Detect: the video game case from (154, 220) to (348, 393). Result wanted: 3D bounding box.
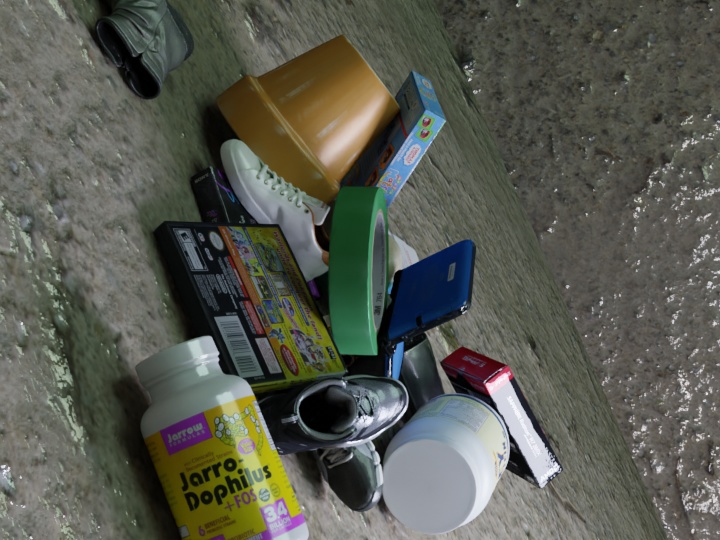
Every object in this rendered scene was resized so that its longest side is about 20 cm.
[{"bbox_3d":[-0.115,0.037,1.170,0.181,0.025,0.200,-2,60,-52],"label":"video game case"}]

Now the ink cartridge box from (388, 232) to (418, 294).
[{"bbox_3d":[0.038,0.005,1.658,0.200,0.067,0.116,30,38,-63],"label":"ink cartridge box"}]

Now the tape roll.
[{"bbox_3d":[0.000,0.000,1.286,0.200,0.048,0.201,2,90,-81],"label":"tape roll"}]

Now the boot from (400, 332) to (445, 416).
[{"bbox_3d":[0.111,0.189,1.604,0.200,0.073,0.182,65,18,-1],"label":"boot"}]

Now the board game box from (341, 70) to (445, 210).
[{"bbox_3d":[0.037,-0.153,1.446,0.037,0.200,0.151,27,24,-18],"label":"board game box"}]

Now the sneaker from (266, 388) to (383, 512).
[{"bbox_3d":[-0.053,0.178,1.205,0.115,0.075,0.200,16,43,-56],"label":"sneaker"}]

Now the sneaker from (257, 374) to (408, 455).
[{"bbox_3d":[-0.015,0.147,1.128,0.200,0.114,0.076,-9,81,-32],"label":"sneaker"}]

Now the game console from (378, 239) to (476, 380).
[{"bbox_3d":[0.088,0.074,1.364,0.118,0.171,0.200,58,19,-18],"label":"game console"}]

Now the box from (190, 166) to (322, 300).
[{"bbox_3d":[-0.125,-0.037,1.329,0.200,0.036,0.143,25,42,-64],"label":"box"}]

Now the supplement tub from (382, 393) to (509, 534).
[{"bbox_3d":[0.111,0.252,1.417,0.145,0.145,0.200,64,19,0],"label":"supplement tub"}]

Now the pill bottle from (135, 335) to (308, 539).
[{"bbox_3d":[-0.128,0.163,0.946,0.200,0.104,0.104,66,18,8],"label":"pill bottle"}]

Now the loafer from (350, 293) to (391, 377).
[{"bbox_3d":[0.021,0.117,1.493,0.200,0.072,0.063,-82,160,-49],"label":"loafer"}]

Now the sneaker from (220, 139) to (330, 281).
[{"bbox_3d":[-0.088,-0.085,1.306,0.200,0.085,0.073,56,22,-19],"label":"sneaker"}]

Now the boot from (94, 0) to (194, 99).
[{"bbox_3d":[-0.270,-0.303,1.240,0.200,0.068,0.131,56,26,-19],"label":"boot"}]

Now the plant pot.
[{"bbox_3d":[-0.056,-0.204,1.415,0.200,0.183,0.200,51,5,-6],"label":"plant pot"}]

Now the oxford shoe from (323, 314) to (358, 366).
[{"bbox_3d":[-0.020,0.088,1.407,0.200,0.071,0.071,-14,84,-60],"label":"oxford shoe"}]

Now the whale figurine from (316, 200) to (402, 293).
[{"bbox_3d":[-0.030,-0.033,1.513,0.159,0.104,0.200,8,31,-40],"label":"whale figurine"}]

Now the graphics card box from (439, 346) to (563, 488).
[{"bbox_3d":[0.203,0.210,1.555,0.200,0.051,0.125,61,-18,-20],"label":"graphics card box"}]
